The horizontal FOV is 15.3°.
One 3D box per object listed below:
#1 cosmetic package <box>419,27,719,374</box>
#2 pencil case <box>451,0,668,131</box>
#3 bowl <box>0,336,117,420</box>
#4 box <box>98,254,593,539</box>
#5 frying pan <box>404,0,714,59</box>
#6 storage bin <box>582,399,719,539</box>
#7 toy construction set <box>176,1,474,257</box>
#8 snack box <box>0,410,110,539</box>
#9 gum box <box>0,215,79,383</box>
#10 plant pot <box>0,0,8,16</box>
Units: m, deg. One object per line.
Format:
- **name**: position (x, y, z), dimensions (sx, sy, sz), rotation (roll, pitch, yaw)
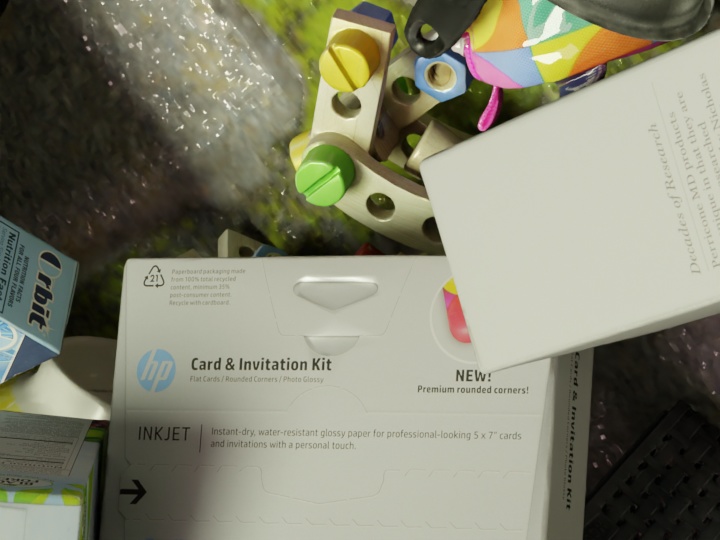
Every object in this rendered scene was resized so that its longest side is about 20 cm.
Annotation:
- **cosmetic package**: position (0.119, -0.031, 0.750), dimensions (0.200, 0.101, 0.072), rotation (-21, 84, 53)
- **pencil case**: position (0.039, -0.148, 0.823), dimensions (0.088, 0.088, 0.201), rotation (-11, 107, 41)
- **bowl**: position (-0.101, 0.090, 1.029), dimensions (0.200, 0.200, 0.108), rotation (28, 107, 20)
- **box**: position (-0.008, 0.096, 0.855), dimensions (0.155, 0.041, 0.201), rotation (-1, 79, 22)
- **frying pan**: position (0.055, -0.090, 0.743), dimensions (0.115, 0.031, 0.190), rotation (33, 165, 20)
- **storage bin**: position (0.082, 0.159, 0.950), dimensions (0.094, 0.135, 0.200), rotation (38, 133, 11)
- **toy construction set**: position (0.000, 0.000, 0.941), dimensions (0.131, 0.092, 0.200), rotation (37, 140, -7)
- **snack box**: position (-0.118, 0.156, 0.874), dimensions (0.053, 0.142, 0.201), rotation (6, 96, -1)
- **gum box**: position (-0.230, -0.004, 0.944), dimensions (0.200, 0.045, 0.170), rotation (33, 138, -31)
- **plant pot**: position (-0.226, -0.146, 0.961), dimensions (0.177, 0.200, 0.200), rotation (22, 129, 10)
